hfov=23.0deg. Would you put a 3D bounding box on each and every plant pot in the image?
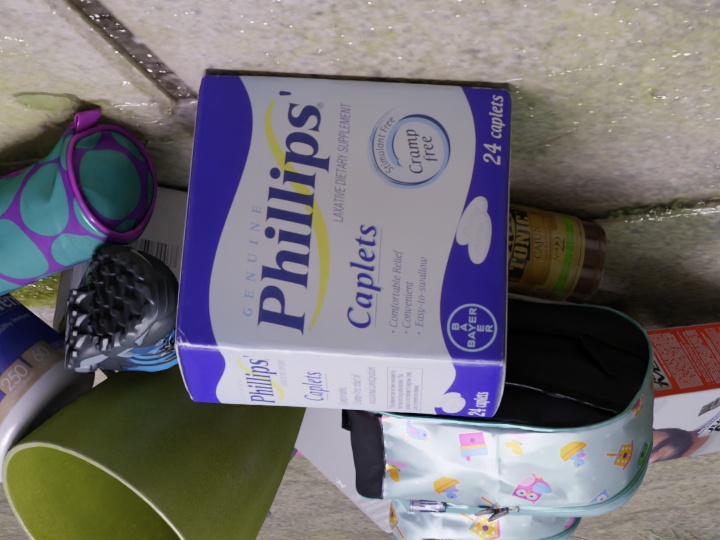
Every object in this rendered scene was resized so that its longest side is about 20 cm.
[{"bbox_3d":[-0.129,0.131,1.307,0.187,0.200,0.188,24,140,21],"label":"plant pot"}]

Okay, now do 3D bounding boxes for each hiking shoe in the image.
[{"bbox_3d":[-0.140,0.026,1.179,0.086,0.075,0.200,2,172,-20],"label":"hiking shoe"}]

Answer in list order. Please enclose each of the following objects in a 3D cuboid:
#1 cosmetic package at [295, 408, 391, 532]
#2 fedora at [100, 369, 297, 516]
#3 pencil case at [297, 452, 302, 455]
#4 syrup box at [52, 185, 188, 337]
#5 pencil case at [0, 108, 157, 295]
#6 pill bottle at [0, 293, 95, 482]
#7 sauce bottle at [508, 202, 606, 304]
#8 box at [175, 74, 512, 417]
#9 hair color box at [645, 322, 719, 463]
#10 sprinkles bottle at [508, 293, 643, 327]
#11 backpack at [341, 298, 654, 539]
[{"bbox_3d":[-0.006,0.106,1.418,0.200,0.090,0.107,41,145,-10],"label":"cosmetic package"},{"bbox_3d":[-0.124,0.116,1.479,0.200,0.090,0.177,48,171,-12],"label":"fedora"},{"bbox_3d":[-0.087,0.122,1.584,0.199,0.089,0.088,-3,157,17],"label":"pencil case"},{"bbox_3d":[-0.177,0.009,1.329,0.078,0.082,0.200,11,155,-15],"label":"syrup box"},{"bbox_3d":[-0.230,-0.039,1.216,0.199,0.093,0.085,-18,-177,40],"label":"pencil case"},{"bbox_3d":[-0.307,0.056,1.323,0.200,0.116,0.116,37,160,10],"label":"pill bottle"},{"bbox_3d":[0.073,-0.021,1.237,0.199,0.065,0.065,9,157,-16],"label":"sauce bottle"},{"bbox_3d":[-0.007,-0.015,1.108,0.199,0.185,0.105,2,159,2],"label":"box"},{"bbox_3d":[0.241,0.097,1.369,0.199,0.064,0.111,-3,145,-41],"label":"hair color box"},{"bbox_3d":[0.123,0.046,1.389,0.199,0.069,0.068,12,157,-20],"label":"sprinkles bottle"},{"bbox_3d":[0.103,0.100,1.207,0.199,0.176,0.154,-3,117,17],"label":"backpack"}]
